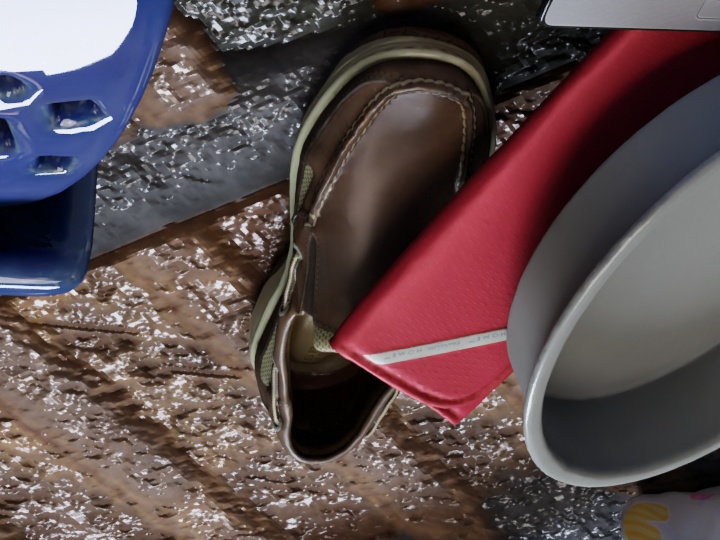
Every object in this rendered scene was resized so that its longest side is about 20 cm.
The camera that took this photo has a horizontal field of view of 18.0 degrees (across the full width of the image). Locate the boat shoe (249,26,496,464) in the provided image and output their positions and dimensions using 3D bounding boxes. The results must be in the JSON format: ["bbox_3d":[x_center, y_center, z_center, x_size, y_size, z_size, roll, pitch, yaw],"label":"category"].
[{"bbox_3d":[0.006,0.001,0.844,0.075,0.075,0.202,5,141,-10],"label":"boat shoe"}]

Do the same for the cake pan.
[{"bbox_3d":[0.133,-0.003,0.815,0.200,0.037,0.200,-26,147,-19],"label":"cake pan"}]

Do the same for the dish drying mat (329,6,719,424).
[{"bbox_3d":[0.079,-0.029,0.798,0.200,0.018,0.077,-46,128,13],"label":"dish drying mat"}]

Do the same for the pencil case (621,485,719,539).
[{"bbox_3d":[0.214,0.122,1.002,0.200,0.083,0.091,-13,157,10],"label":"pencil case"}]

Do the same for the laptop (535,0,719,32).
[{"bbox_3d":[0.183,-0.100,0.671,0.187,0.116,0.200,0,143,-22],"label":"laptop"}]

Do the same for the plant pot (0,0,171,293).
[{"bbox_3d":[-0.149,-0.106,0.599,0.200,0.200,0.180,4,148,-8],"label":"plant pot"}]
